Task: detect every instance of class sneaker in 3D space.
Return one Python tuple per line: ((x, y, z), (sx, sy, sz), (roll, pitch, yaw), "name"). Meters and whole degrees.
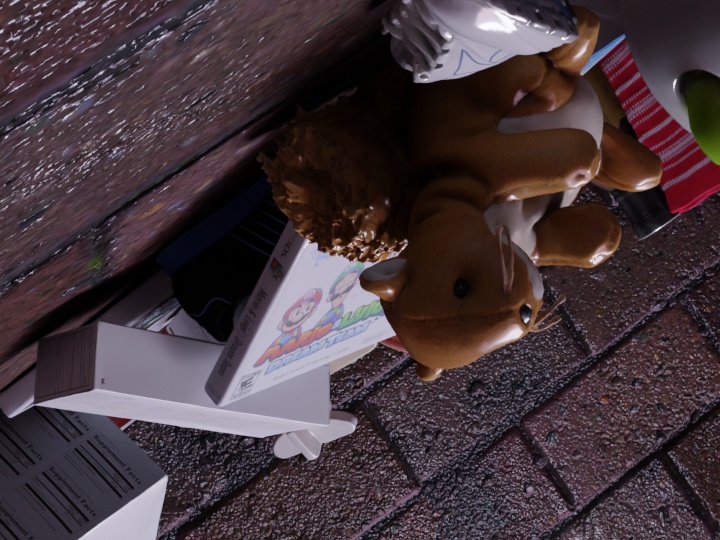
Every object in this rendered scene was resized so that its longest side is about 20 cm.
((-0.044, -0.031, 0.909), (0.199, 0.078, 0.070), (-36, 178, 18), "sneaker")
((0.050, -0.116, 0.612), (0.087, 0.075, 0.200), (-30, 179, 14), "sneaker")

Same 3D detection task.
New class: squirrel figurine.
((0.046, -0.036, 0.745), (0.188, 0.198, 0.142), (-64, 148, -23), "squirrel figurine")

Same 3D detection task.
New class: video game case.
((-0.178, 0.036, 1.090), (0.199, 0.023, 0.182), (-35, 179, 23), "video game case")
((0.000, 0.000, 0.909), (0.199, 0.024, 0.183), (-19, 148, -46), "video game case")

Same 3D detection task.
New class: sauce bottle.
((0.195, -0.120, 1.115), (0.064, 0.201, 0.065), (-34, 176, -3), "sauce bottle")

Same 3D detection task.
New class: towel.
((0.227, -0.147, 1.026), (0.022, 0.202, 0.145), (-26, 177, -12), "towel")

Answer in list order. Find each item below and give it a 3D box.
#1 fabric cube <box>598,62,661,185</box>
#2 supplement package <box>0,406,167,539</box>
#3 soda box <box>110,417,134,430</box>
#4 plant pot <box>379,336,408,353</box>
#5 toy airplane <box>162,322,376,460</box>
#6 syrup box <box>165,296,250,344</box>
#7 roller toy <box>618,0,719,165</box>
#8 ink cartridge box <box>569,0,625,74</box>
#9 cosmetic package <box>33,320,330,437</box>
((0.308, -0.201, 1.128), (0.199, 0.200, 0.196), (-35, 179, -15), "fabric cube")
((-0.296, 0.235, 1.153), (0.199, 0.147, 0.192), (-33, 154, -39), "supplement package")
((-0.293, 0.158, 1.320), (0.199, 0.070, 0.063), (-36, 180, 13), "soda box")
((0.081, -0.051, 1.210), (0.200, 0.201, 0.195), (-34, 170, -25), "plant pot")
((-0.090, 0.093, 1.281), (0.197, 0.142, 0.200), (1, 146, -8), "toy airplane")
((-0.087, 0.036, 1.081), (0.078, 0.082, 0.200), (-32, 176, -25), "syrup box")
((0.264, -0.180, 0.835), (0.182, 0.202, 0.139), (-26, -172, -38), "roller toy")
((0.101, -0.138, 0.974), (0.115, 0.068, 0.200), (-34, 178, -20), "ink cartridge box")
((-0.121, 0.079, 0.945), (0.199, 0.051, 0.082), (15, 161, -40), "cosmetic package")
